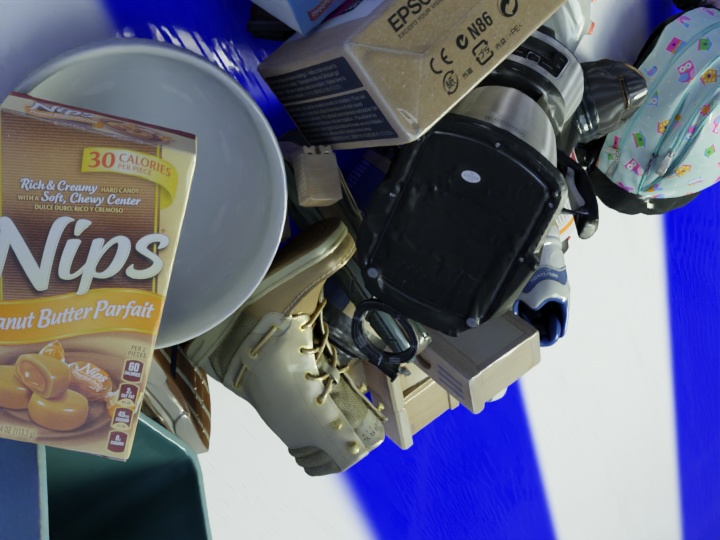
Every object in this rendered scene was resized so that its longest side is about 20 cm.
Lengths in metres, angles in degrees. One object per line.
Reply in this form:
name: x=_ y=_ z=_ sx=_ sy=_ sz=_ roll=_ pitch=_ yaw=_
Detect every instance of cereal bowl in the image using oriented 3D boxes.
cereal bowl: x=-0.148 y=-0.054 z=0.763 sx=0.197 sy=0.083 sz=0.203 roll=-3 pitch=110 yaw=-8

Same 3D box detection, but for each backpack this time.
backpack: x=0.320 y=-0.156 z=1.145 sx=0.166 sy=0.127 sz=0.201 roll=-24 pitch=148 yaw=-38

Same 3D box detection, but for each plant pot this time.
plant pot: x=-0.236 y=0.212 z=0.824 sx=0.199 sy=0.197 sz=0.196 roll=-30 pitch=136 yaw=14

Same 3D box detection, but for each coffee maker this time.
coffee maker: x=0.070 y=-0.061 z=0.819 sx=0.192 sy=0.135 sz=0.200 roll=-38 pitch=-168 yaw=31

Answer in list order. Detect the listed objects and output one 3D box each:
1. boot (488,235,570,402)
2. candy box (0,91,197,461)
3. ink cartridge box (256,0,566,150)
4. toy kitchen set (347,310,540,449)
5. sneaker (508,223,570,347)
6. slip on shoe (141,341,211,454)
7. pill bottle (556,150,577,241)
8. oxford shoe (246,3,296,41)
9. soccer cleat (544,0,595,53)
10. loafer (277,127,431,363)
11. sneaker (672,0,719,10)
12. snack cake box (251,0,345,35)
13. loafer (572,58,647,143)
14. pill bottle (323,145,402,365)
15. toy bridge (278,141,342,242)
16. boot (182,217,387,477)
boot: x=0.163 y=0.032 z=1.199 sx=0.143 sy=0.072 sz=0.202 roll=-30 pitch=134 yaw=-28
candy box: x=-0.175 y=0.006 z=0.705 sx=0.114 sy=0.055 sz=0.202 roll=12 pitch=107 yaw=-13
ink cartridge box: x=0.047 y=-0.167 z=0.739 sx=0.200 sy=0.164 sz=0.075 roll=-44 pitch=109 yaw=-15
toy kitchen set: x=0.048 y=0.122 z=1.058 sx=0.162 sy=0.180 sz=0.202 roll=-32 pitch=134 yaw=-21
sneaker: x=0.147 y=0.037 z=1.041 sx=0.074 sy=0.089 sz=0.201 roll=-12 pitch=152 yaw=1
slip on shoe: x=-0.166 y=0.082 z=0.910 sx=0.060 sy=0.077 sz=0.201 roll=-7 pitch=147 yaw=8
pill bottle: x=0.121 y=-0.110 z=1.001 sx=0.114 sy=0.114 sz=0.200 roll=-45 pitch=142 yaw=-9
oxford shoe: x=0.000 y=-0.215 z=0.845 sx=0.198 sy=0.072 sz=0.085 roll=-24 pitch=111 yaw=-28
soccer cleat: x=0.167 y=-0.259 z=0.977 sx=0.077 sy=0.069 sz=0.202 roll=4 pitch=117 yaw=-30
loafer: x=-0.002 y=-0.027 z=0.880 sx=0.063 sy=0.201 sz=0.072 roll=-35 pitch=172 yaw=-10
sneaker: x=0.350 y=-0.335 z=1.094 sx=0.087 sy=0.076 sz=0.202 roll=-12 pitch=128 yaw=-32
snack cake box: x=-0.008 y=-0.256 z=0.750 sx=0.200 sy=0.115 sz=0.067 roll=-43 pitch=142 yaw=-12
loafer: x=0.219 y=-0.153 z=1.036 sx=0.200 sy=0.071 sz=0.074 roll=-54 pitch=128 yaw=-70
pill bottle: x=0.000 y=0.000 z=0.967 sx=0.201 sy=0.112 sz=0.112 roll=-54 pitch=143 yaw=2
toy bridge: x=-0.067 y=-0.053 z=0.834 sx=0.027 sy=0.068 sz=0.200 roll=-4 pitch=168 yaw=-25
boot: x=-0.030 y=0.064 z=0.858 sx=0.200 sy=0.156 sz=0.073 roll=-41 pitch=-177 yaw=42
